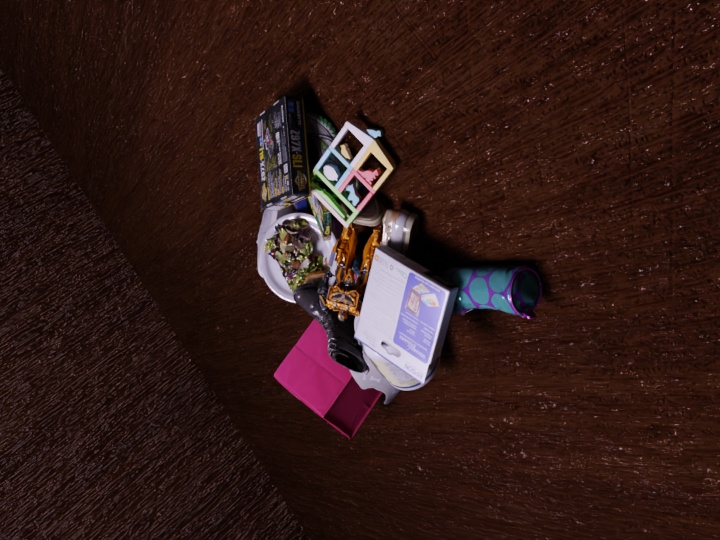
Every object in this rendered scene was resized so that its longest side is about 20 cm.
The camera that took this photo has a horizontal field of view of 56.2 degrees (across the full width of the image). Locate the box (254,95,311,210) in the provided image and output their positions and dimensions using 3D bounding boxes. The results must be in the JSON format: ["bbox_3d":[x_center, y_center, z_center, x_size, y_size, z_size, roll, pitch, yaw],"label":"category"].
[{"bbox_3d":[-0.166,-0.243,1.420,0.158,0.048,0.207,-13,81,59],"label":"box"}]

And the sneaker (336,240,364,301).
[{"bbox_3d":[0.000,0.000,1.582,0.094,0.080,0.202,29,151,16],"label":"sneaker"}]

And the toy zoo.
[{"bbox_3d":[-0.015,-0.200,1.339,0.131,0.020,0.201,44,123,4],"label":"toy zoo"}]

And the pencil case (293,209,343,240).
[{"bbox_3d":[-0.123,-0.099,1.640,0.197,0.082,0.088,19,113,44],"label":"pencil case"}]

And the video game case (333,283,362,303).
[{"bbox_3d":[-0.059,0.070,1.667,0.197,0.024,0.182,33,164,-8],"label":"video game case"}]

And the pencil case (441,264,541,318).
[{"bbox_3d":[0.236,0.038,1.243,0.198,0.083,0.096,-2,97,57],"label":"pencil case"}]

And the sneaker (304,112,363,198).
[{"bbox_3d":[-0.075,-0.243,1.410,0.202,0.084,0.078,52,151,6],"label":"sneaker"}]

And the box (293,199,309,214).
[{"bbox_3d":[-0.161,-0.239,1.545,0.122,0.031,0.205,-121,18,-51],"label":"box"}]

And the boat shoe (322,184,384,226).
[{"bbox_3d":[-0.009,-0.133,1.459,0.199,0.071,0.077,36,160,47],"label":"boat shoe"}]

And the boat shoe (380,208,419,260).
[{"bbox_3d":[0.073,-0.043,1.403,0.067,0.075,0.204,22,131,16],"label":"boat shoe"}]

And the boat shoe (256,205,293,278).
[{"bbox_3d":[-0.217,-0.081,1.618,0.067,0.071,0.207,-2,76,44],"label":"boat shoe"}]

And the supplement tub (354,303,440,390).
[{"bbox_3d":[0.081,0.156,1.484,0.143,0.146,0.201,22,158,42],"label":"supplement tub"}]

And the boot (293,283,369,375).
[{"bbox_3d":[-0.061,0.127,1.469,0.197,0.176,0.070,33,112,-21],"label":"boot"}]

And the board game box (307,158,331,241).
[{"bbox_3d":[-0.104,-0.177,1.492,0.106,0.023,0.204,89,161,-60],"label":"board game box"}]

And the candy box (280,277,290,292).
[{"bbox_3d":[-0.168,-0.004,1.666,0.054,0.119,0.200,15,-176,-13],"label":"candy box"}]

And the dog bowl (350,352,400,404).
[{"bbox_3d":[0.041,0.217,1.631,0.058,0.200,0.202,-36,90,22],"label":"dog bowl"}]

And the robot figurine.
[{"bbox_3d":[-0.017,0.007,1.447,0.141,0.206,0.058,11,164,16],"label":"robot figurine"}]

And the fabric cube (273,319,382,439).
[{"bbox_3d":[-0.072,0.286,1.787,0.197,0.202,0.197,31,167,34],"label":"fabric cube"}]

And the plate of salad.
[{"bbox_3d":[-0.142,-0.027,1.529,0.201,0.199,0.048,50,-166,5],"label":"plate of salad"}]

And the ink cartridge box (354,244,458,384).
[{"bbox_3d":[0.086,0.084,1.328,0.195,0.046,0.206,30,120,35],"label":"ink cartridge box"}]
